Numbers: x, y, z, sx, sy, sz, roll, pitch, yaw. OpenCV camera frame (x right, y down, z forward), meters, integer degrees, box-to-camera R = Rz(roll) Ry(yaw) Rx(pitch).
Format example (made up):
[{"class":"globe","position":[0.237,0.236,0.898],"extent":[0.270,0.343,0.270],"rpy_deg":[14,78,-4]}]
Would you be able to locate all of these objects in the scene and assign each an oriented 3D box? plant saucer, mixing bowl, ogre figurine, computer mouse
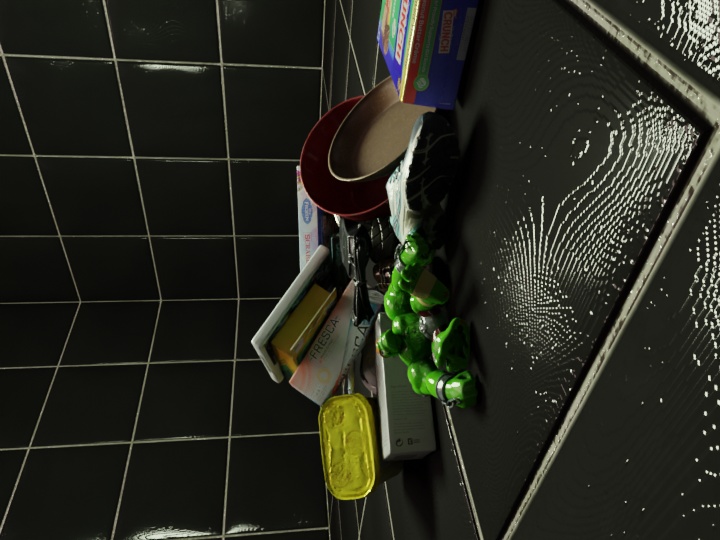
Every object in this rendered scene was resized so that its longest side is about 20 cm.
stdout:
[{"class":"plant saucer","position":[0.039,-0.197,0.795],"extent":[0.037,0.198,0.203],"rpy_deg":[41,-155,-36]},{"class":"mixing bowl","position":[0.013,-0.160,0.906],"extent":[0.108,0.195,0.206],"rpy_deg":[39,-137,-60]},{"class":"ogre figurine","position":[0.077,0.074,0.697],"extent":[0.202,0.097,0.120],"rpy_deg":[54,150,11]},{"class":"computer mouse","position":[0.000,0.000,0.870],"extent":[0.200,0.045,0.145],"rpy_deg":[-120,27,-74]}]

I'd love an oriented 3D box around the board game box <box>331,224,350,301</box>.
[{"class":"board game box","position":[-0.032,-0.011,1.083],"extent":[0.200,0.027,0.140],"rpy_deg":[-82,-10,-77]}]

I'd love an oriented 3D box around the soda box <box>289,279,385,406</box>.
[{"class":"soda box","position":[-0.032,0.117,0.925],"extent":[0.203,0.067,0.064],"rpy_deg":[-59,-14,-8]}]

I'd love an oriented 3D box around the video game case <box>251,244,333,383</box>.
[{"class":"video game case","position":[-0.107,0.080,0.989],"extent":[0.202,0.023,0.183],"rpy_deg":[-56,-18,-22]}]

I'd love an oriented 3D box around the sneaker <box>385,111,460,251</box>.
[{"class":"sneaker","position":[0.062,-0.107,0.702],"extent":[0.087,0.076,0.203],"rpy_deg":[50,151,36]}]

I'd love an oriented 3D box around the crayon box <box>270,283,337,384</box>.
[{"class":"crayon box","position":[-0.087,0.113,0.967],"extent":[0.127,0.051,0.202],"rpy_deg":[-54,-18,-25]}]

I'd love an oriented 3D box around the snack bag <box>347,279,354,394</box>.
[{"class":"snack bag","position":[-0.010,0.112,1.072],"extent":[0.190,0.021,0.205],"rpy_deg":[92,-179,-59]}]

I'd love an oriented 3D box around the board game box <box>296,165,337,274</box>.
[{"class":"board game box","position":[-0.075,-0.098,1.115],"extent":[0.199,0.040,0.207],"rpy_deg":[-38,-52,-76]}]

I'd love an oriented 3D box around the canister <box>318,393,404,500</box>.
[{"class":"canister","position":[0.009,0.284,0.945],"extent":[0.200,0.084,0.153],"rpy_deg":[32,-132,-68]}]

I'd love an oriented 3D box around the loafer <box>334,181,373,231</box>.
[{"class":"loafer","position":[-0.023,-0.142,1.011],"extent":[0.070,0.073,0.205],"rpy_deg":[100,158,-65]}]

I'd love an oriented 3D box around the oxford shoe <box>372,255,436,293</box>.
[{"class":"oxford shoe","position":[0.061,0.014,0.828],"extent":[0.200,0.082,0.075],"rpy_deg":[-177,88,-80]}]

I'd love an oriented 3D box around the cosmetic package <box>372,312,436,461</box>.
[{"class":"cosmetic package","position":[0.062,0.176,0.865],"extent":[0.102,0.069,0.206],"rpy_deg":[103,164,-67]}]

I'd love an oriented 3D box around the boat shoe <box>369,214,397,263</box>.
[{"class":"boat shoe","position":[0.042,-0.111,1.039],"extent":[0.074,0.074,0.207],"rpy_deg":[30,-126,-63]}]

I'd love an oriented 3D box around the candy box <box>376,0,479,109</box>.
[{"class":"candy box","position":[0.078,-0.324,0.695],"extent":[0.203,0.075,0.172],"rpy_deg":[-102,17,-48]}]

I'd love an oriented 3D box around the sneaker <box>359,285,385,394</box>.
[{"class":"sneaker","position":[0.034,0.124,1.047],"extent":[0.202,0.073,0.118],"rpy_deg":[-96,7,-53]}]
